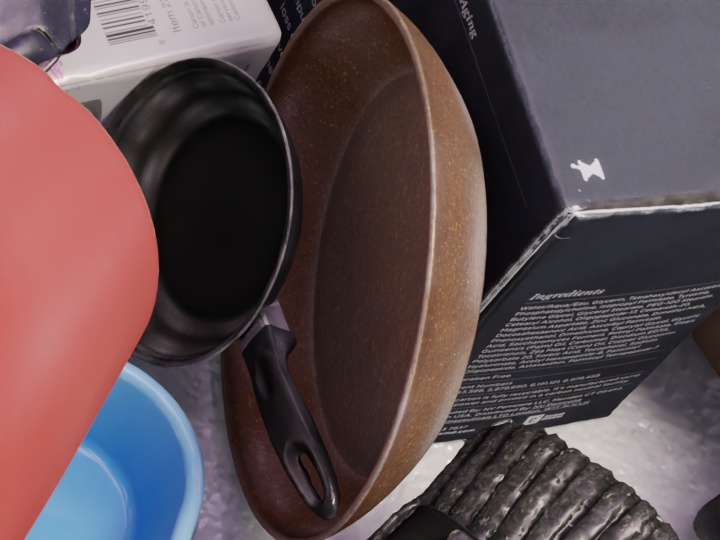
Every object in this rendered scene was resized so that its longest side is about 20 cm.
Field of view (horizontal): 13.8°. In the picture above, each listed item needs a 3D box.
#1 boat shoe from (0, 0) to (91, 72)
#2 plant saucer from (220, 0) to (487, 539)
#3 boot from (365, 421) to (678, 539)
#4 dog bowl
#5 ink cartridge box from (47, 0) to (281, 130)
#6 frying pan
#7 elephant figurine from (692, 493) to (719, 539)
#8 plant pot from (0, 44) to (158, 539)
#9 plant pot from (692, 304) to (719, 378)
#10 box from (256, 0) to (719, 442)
[{"bbox_3d":[-0.120,-0.127,1.080,0.093,0.075,0.200,45,63,-3],"label":"boat shoe"},{"bbox_3d":[0.000,0.000,1.064,0.037,0.200,0.201,6,60,-21],"label":"plant saucer"},{"bbox_3d":[0.065,0.160,0.993,0.158,0.079,0.211,-31,75,-32],"label":"boot"},{"bbox_3d":[-0.118,0.114,1.054,0.111,0.050,0.200,24,56,-9],"label":"dog bowl"},{"bbox_3d":[-0.153,-0.111,1.144,0.200,0.086,0.148,-14,69,-27],"label":"ink cartridge box"},{"bbox_3d":[-0.038,-0.004,1.068,0.031,0.115,0.190,9,19,-45],"label":"frying pan"},{"bbox_3d":[0.196,0.085,1.147,0.155,0.141,0.200,50,16,-29],"label":"elephant figurine"},{"bbox_3d":[-0.169,0.023,0.962,0.200,0.200,0.177,40,44,3],"label":"plant pot"},{"bbox_3d":[0.191,-0.061,1.214,0.200,0.200,0.175,-13,51,-28],"label":"plant pot"},{"bbox_3d":[0.058,-0.065,1.139,0.124,0.197,0.200,-6,66,-26],"label":"box"}]
